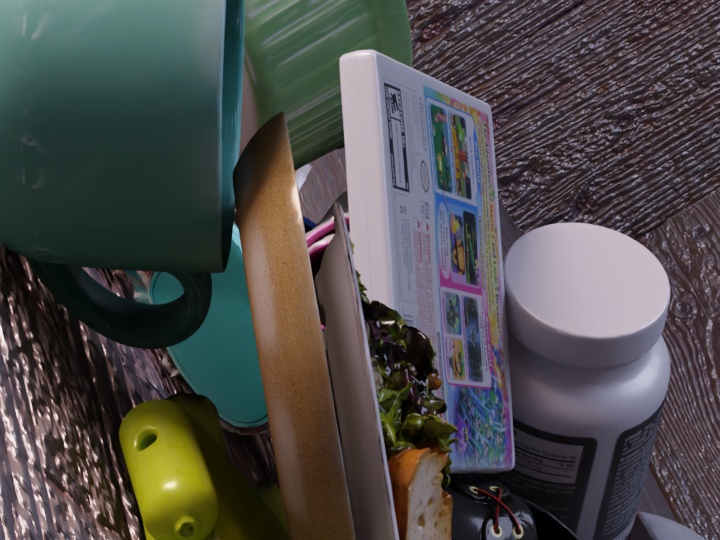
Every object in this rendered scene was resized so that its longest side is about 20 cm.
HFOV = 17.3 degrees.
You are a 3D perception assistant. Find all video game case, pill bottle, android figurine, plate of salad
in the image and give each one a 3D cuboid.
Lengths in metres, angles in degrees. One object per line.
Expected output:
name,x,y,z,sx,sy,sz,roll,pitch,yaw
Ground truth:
video game case,0.036,0.002,1.197,0.182,0.024,0.202,13,72,-69
pill bottle,0.114,0.079,1.353,0.116,0.115,0.201,-114,-156,-44
android figurine,-0.040,0.136,0.958,0.182,0.041,0.200,55,7,-32
plate of salad,0.015,0.069,0.979,0.200,0.048,0.202,170,-90,-89

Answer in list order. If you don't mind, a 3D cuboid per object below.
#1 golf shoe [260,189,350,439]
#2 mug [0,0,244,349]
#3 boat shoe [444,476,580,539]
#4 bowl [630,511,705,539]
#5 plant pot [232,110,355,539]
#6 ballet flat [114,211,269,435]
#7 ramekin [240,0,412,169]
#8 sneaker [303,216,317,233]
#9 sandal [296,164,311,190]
golf shoe,0.000,0.000,1.207,0.075,0.092,0.200,31,49,4
mug,-0.108,-0.062,0.955,0.152,0.114,0.186,106,-13,-89
boat shoe,0.060,0.137,1.253,0.201,0.063,0.074,36,24,-53
bowl,0.184,0.261,1.377,0.200,0.074,0.201,-100,-160,-67
plant pot,-0.027,0.037,0.956,0.200,0.027,0.202,170,-90,-89
ballet flat,-0.087,-0.016,1.125,0.201,0.075,0.064,61,0,-1
ramekin,-0.076,-0.135,1.244,0.200,0.098,0.201,35,-36,30
sneaker,-0.016,0.034,1.273,0.200,0.070,0.078,37,12,-15
sandal,-0.043,-0.036,1.420,0.207,0.059,0.079,44,13,-12
